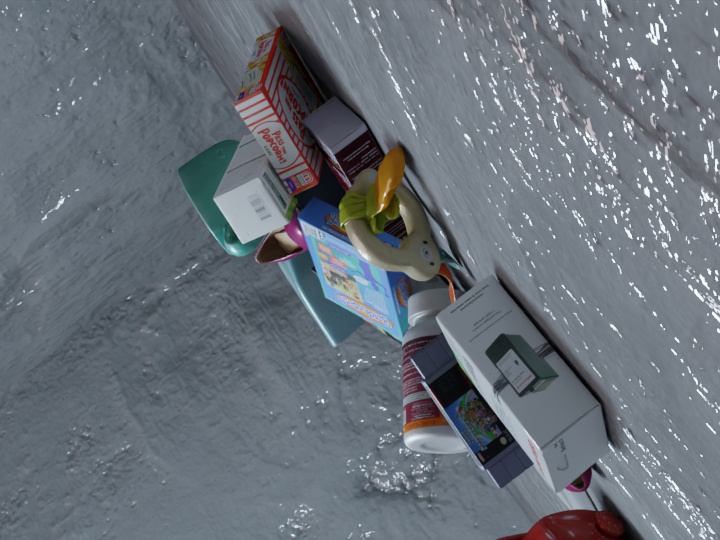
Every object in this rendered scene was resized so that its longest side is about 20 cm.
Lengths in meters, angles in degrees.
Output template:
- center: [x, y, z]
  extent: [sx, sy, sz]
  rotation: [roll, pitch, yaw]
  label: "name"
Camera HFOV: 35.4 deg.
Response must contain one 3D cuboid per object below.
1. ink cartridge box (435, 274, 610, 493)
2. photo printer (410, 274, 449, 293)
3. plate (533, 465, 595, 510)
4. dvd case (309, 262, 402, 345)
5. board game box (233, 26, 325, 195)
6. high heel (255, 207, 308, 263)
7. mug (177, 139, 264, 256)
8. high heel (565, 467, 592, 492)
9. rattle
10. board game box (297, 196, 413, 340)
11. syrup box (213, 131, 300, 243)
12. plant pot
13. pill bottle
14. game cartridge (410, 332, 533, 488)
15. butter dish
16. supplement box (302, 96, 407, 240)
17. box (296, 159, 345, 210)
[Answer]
- center: [0.183, 0.127, 1.254]
  extent: [0.201, 0.083, 0.146]
  rotation: [53, 176, 32]
  label: "ink cartridge box"
- center: [0.096, 0.042, 1.715]
  extent: [0.200, 0.069, 0.167]
  rotation: [49, 174, 31]
  label: "photo printer"
- center: [0.294, 0.299, 1.800]
  extent: [0.201, 0.032, 0.200]
  rotation: [57, 176, -30]
  label: "plate"
- center: [0.020, 0.063, 1.765]
  extent: [0.199, 0.022, 0.146]
  rotation: [33, 170, 41]
  label: "dvd case"
- center: [-0.102, -0.220, 1.539]
  extent: [0.153, 0.046, 0.201]
  rotation: [57, -158, -29]
  label: "board game box"
- center: [-0.113, -0.039, 1.678]
  extent: [0.068, 0.096, 0.200]
  rotation: [53, 176, 1]
  label: "high heel"
- center: [-0.180, -0.106, 1.700]
  extent: [0.187, 0.113, 0.152]
  rotation: [58, -179, 13]
  label: "mug"
- center: [0.229, 0.213, 1.501]
  extent: [0.201, 0.067, 0.096]
  rotation: [50, -174, 0]
  label: "high heel"
- center: [0.083, -0.057, 1.373]
  extent: [0.199, 0.143, 0.131]
  rotation: [40, -148, -10]
  label: "rattle"
- center: [0.000, 0.000, 1.581]
  extent: [0.151, 0.045, 0.201]
  rotation: [28, 155, 26]
  label: "board game box"
- center: [-0.131, -0.131, 1.560]
  extent: [0.079, 0.080, 0.201]
  rotation: [57, -156, -24]
  label: "syrup box"
- center: [-0.051, -0.033, 1.950]
  extent: [0.201, 0.196, 0.196]
  rotation: [52, 178, -25]
  label: "plant pot"
- center: [0.109, 0.134, 1.507]
  extent: [0.110, 0.107, 0.204]
  rotation: [62, -154, -67]
  label: "pill bottle"
- center: [0.165, 0.156, 1.410]
  extent: [0.201, 0.129, 0.038]
  rotation: [55, 175, -3]
  label: "game cartridge"
- center: [0.321, 0.401, 1.580]
  extent: [0.197, 0.150, 0.200]
  rotation: [3, -147, -35]
  label: "butter dish"
- center: [0.006, -0.125, 1.521]
  extent: [0.201, 0.060, 0.109]
  rotation: [57, 176, -35]
  label: "supplement box"
- center: [-0.041, -0.115, 1.746]
  extent: [0.201, 0.123, 0.199]
  rotation: [51, 177, 26]
  label: "box"
